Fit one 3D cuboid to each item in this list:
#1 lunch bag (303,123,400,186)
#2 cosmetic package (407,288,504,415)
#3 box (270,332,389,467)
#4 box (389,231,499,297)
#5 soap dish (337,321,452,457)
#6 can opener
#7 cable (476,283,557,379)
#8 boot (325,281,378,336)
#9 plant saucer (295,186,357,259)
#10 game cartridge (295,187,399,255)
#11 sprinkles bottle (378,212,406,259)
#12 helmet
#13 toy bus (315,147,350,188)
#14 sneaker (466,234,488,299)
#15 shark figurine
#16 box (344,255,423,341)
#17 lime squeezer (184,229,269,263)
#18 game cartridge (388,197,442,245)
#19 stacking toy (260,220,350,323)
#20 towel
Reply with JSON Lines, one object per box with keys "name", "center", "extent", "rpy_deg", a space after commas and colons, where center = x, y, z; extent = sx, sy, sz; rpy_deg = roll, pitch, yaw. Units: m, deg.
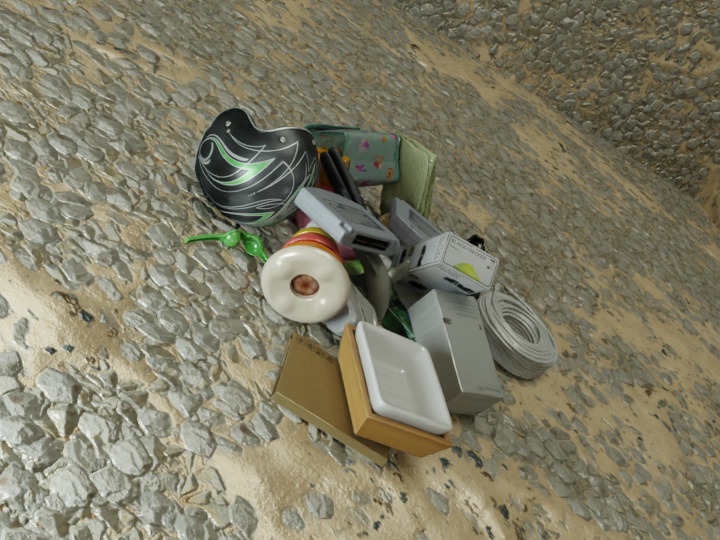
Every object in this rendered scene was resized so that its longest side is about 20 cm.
{"name": "lunch bag", "center": [-0.041, -0.236, 1.938], "extent": [0.169, 0.124, 0.198], "rpy_deg": [-4, 10, -43]}
{"name": "cosmetic package", "center": [0.165, 0.144, 1.644], "extent": [0.112, 0.081, 0.203], "rpy_deg": [11, 52, -39]}
{"name": "box", "center": [-0.037, 0.193, 1.431], "extent": [0.199, 0.021, 0.164], "rpy_deg": [34, 27, -11]}
{"name": "box", "center": [0.146, -0.003, 1.705], "extent": [0.116, 0.199, 0.061], "rpy_deg": [28, 70, -21]}
{"name": "soap dish", "center": [0.047, 0.182, 1.436], "extent": [0.156, 0.082, 0.201], "rpy_deg": [23, 31, -27]}
{"name": "can opener", "center": [-0.017, -0.135, 1.749], "extent": [0.063, 0.078, 0.202], "rpy_deg": [-24, 88, -60]}
{"name": "cable", "center": [0.309, 0.129, 1.913], "extent": [0.200, 0.069, 0.199], "rpy_deg": [45, 28, 11]}
{"name": "boot", "center": [-0.035, 0.045, 1.629], "extent": [0.095, 0.073, 0.202], "rpy_deg": [29, 28, -46]}
{"name": "plant saucer", "center": [-0.051, -0.091, 1.823], "extent": [0.199, 0.051, 0.202], "rpy_deg": [30, 28, -18]}
{"name": "game cartridge", "center": [-0.024, -0.085, 1.598], "extent": [0.133, 0.042, 0.199], "rpy_deg": [38, 13, 27]}
{"name": "sprinkles bottle", "center": [0.099, -0.028, 1.890], "extent": [0.068, 0.069, 0.201], "rpy_deg": [5, 42, -47]}
{"name": "helmet", "center": [-0.171, -0.172, 1.627], "extent": [0.189, 0.202, 0.199], "rpy_deg": [33, 23, 23]}
{"name": "toy bus", "center": [-0.122, -0.208, 1.812], "extent": [0.197, 0.066, 0.078], "rpy_deg": [19, 22, 20]}
{"name": "sneaker", "center": [0.233, -0.011, 2.010], "extent": [0.075, 0.091, 0.201], "rpy_deg": [30, 29, -19]}
{"name": "shark figurine", "center": [-0.001, -0.022, 1.672], "extent": [0.215, 0.128, 0.090], "rpy_deg": [50, 1, 15]}
{"name": "box", "center": [0.067, 0.056, 1.758], "extent": [0.200, 0.037, 0.144], "rpy_deg": [46, 27, 17]}
{"name": "lime squeezer", "center": [-0.203, -0.036, 1.577], "extent": [0.198, 0.038, 0.072], "rpy_deg": [25, 60, -27]}
{"name": "game cartridge", "center": [0.135, -0.056, 1.866], "extent": [0.199, 0.042, 0.134], "rpy_deg": [39, 24, -11]}
{"name": "stacking toy", "center": [-0.079, -0.026, 1.558], "extent": [0.145, 0.146, 0.201], "rpy_deg": [30, 34, -15]}
{"name": "towel", "center": [0.095, -0.175, 1.952], "extent": [0.036, 0.203, 0.148], "rpy_deg": [-13, 34, -34]}
